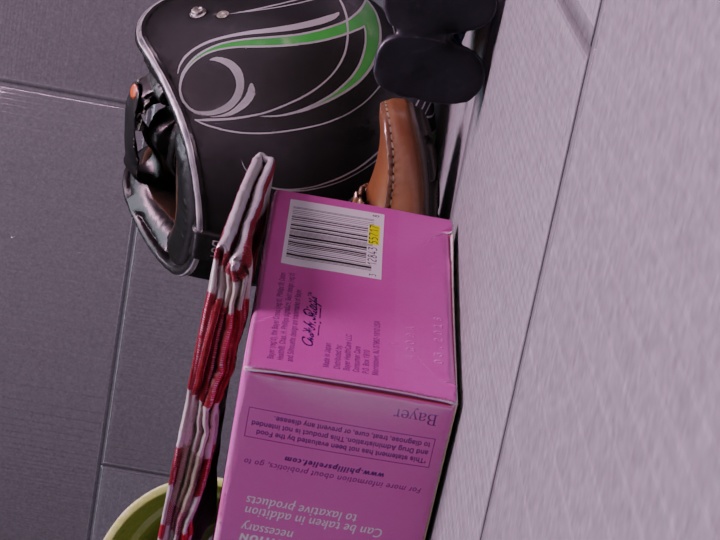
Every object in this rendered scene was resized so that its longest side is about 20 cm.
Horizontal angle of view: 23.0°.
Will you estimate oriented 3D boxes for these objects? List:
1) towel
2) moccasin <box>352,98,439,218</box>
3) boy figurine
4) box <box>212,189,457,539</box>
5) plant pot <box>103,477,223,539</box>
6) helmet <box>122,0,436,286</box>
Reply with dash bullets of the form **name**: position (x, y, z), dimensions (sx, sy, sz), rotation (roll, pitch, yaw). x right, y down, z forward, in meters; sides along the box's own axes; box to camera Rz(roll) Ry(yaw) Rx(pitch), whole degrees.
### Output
- **towel**: position (-0.071, 0.057, 0.879), dimensions (0.144, 0.023, 0.201), rotation (-82, 4, -68)
- **moccasin**: position (0.000, -0.001, 0.997), dimensions (0.074, 0.077, 0.202), rotation (-85, 6, -60)
- **boy figurine**: position (0.040, -0.167, 0.949), dimensions (0.200, 0.064, 0.125), rotation (-91, 8, -59)
- **box**: position (-0.018, 0.092, 0.871), dimensions (0.176, 0.096, 0.201), rotation (-86, 6, -61)
- **plant pot**: position (-0.120, 0.285, 1.579), dimensions (0.184, 0.199, 0.202), rotation (40, -120, -80)
- **helmet**: position (-0.045, -0.088, 1.108), dimensions (0.200, 0.190, 0.201), rotation (44, 140, 52)
